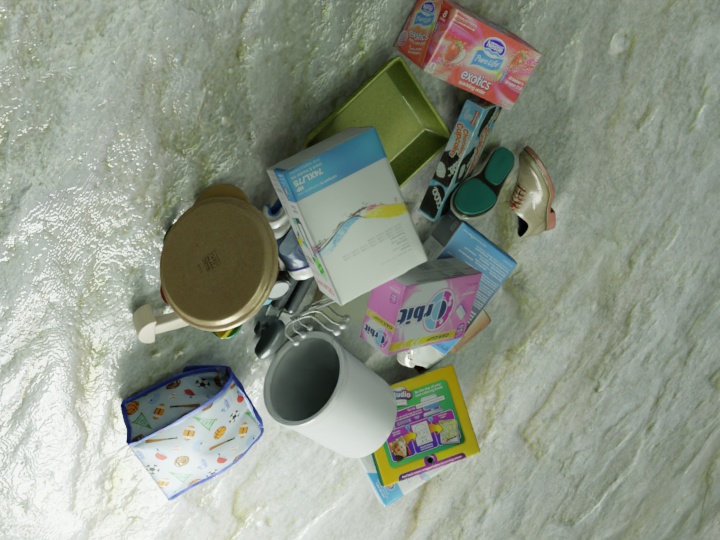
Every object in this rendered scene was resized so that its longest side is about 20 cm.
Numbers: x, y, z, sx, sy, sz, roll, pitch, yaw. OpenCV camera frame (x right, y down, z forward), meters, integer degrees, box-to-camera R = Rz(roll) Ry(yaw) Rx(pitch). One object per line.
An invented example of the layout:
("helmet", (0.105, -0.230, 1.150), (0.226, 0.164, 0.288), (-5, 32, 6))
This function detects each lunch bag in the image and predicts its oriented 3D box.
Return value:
("lunch bag", (-0.274, 0.256, 1.564), (0.197, 0.125, 0.171), (-26, 133, -3))

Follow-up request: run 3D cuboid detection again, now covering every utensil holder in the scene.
("utensil holder", (-0.048, 0.226, 1.657), (0.170, 0.170, 0.200), (-44, 136, 5))

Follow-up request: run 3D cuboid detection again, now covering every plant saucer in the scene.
("plant saucer", (0.022, -0.209, 1.453), (0.199, 0.048, 0.200), (-42, 135, 1))

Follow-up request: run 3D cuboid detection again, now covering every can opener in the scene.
("can opener", (-0.118, 0.056, 1.556), (0.052, 0.066, 0.202), (15, 109, -38))

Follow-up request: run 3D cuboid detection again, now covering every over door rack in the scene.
("over door rack", (-0.021, 0.050, 1.511), (0.198, 0.148, 0.067), (-34, 92, 8))

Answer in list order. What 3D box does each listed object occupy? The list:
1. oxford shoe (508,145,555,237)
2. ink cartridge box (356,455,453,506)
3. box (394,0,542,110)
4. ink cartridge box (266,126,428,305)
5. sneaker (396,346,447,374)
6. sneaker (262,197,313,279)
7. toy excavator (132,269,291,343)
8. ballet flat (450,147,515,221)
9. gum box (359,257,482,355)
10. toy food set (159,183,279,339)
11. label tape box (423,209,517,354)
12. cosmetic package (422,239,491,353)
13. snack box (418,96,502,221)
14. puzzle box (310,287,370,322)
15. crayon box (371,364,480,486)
("oxford shoe", (0.303, -0.133, 1.683), (0.074, 0.071, 0.202), (-26, 133, -6))
("ink cartridge box", (0.092, 0.346, 1.848), (0.198, 0.146, 0.085), (-29, 178, -9))
("box", (0.165, -0.333, 1.417), (0.198, 0.095, 0.104), (15, 114, -40))
("ink cartridge box", (-0.020, -0.081, 1.329), (0.144, 0.147, 0.203), (-26, 103, -10))
("sneaker", (0.096, 0.134, 1.747), (0.084, 0.073, 0.201), (-40, 137, -3))
("sneaker", (-0.052, -0.089, 1.427), (0.198, 0.081, 0.148), (-28, 116, -2))
("toy excavator", (-0.232, 0.041, 1.451), (0.192, 0.101, 0.201), (3, 137, -43))
("ballet flat", (0.201, -0.131, 1.571), (0.200, 0.068, 0.070), (-50, 147, -40))
("gum box", (0.100, 0.052, 1.461), (0.198, 0.066, 0.115), (-9, 120, -44))
("toy food set", (-0.207, -0.010, 1.356), (0.198, 0.200, 0.049), (-47, 161, 7))
("label tape box", (0.148, 0.022, 1.579), (0.142, 0.066, 0.201), (32, 101, -30))
("cosmetic package", (0.149, 0.049, 1.707), (0.103, 0.087, 0.200), (-40, 135, 1))
("snack box", (0.165, -0.186, 1.533), (0.116, 0.037, 0.203), (-32, 149, -61))
("puzzle box", (0.000, 0.000, 1.615), (0.131, 0.025, 0.203), (4, 120, -35))
("crayon box", (0.107, 0.294, 1.785), (0.196, 0.176, 0.058), (-17, 172, -8))
